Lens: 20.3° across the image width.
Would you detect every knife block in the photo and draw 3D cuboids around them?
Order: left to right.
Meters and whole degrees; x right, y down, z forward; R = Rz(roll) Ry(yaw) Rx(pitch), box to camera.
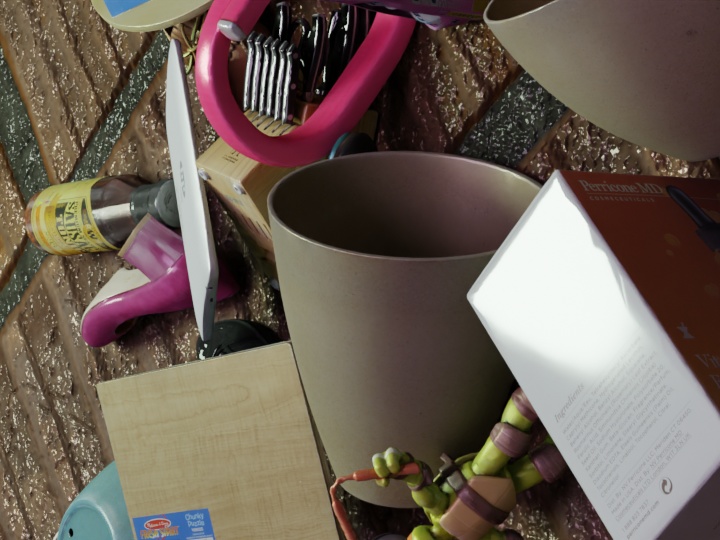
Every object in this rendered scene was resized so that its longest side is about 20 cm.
[{"bbox_3d":[-0.026,-0.095,1.485,0.064,0.176,0.200,25,153,49],"label":"knife block"}]

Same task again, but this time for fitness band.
[{"bbox_3d":[-0.032,-0.167,1.389,0.037,0.144,0.201,18,68,47],"label":"fitness band"}]

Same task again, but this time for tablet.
[{"bbox_3d":[-0.130,-0.060,1.529,0.130,0.014,0.201,105,156,-64],"label":"tablet"}]

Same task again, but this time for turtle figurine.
[{"bbox_3d":[0.087,0.144,1.284,0.161,0.200,0.064,-44,27,12],"label":"turtle figurine"}]

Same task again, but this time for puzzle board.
[{"bbox_3d":[-0.099,0.138,1.427,0.199,0.017,0.152,-13,91,40],"label":"puzzle board"}]

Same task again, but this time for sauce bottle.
[{"bbox_3d":[-0.210,-0.049,1.694,0.199,0.066,0.067,-8,83,52],"label":"sauce bottle"}]

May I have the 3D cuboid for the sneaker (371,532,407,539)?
[{"bbox_3d":[-0.024,0.258,1.456,0.114,0.072,0.202,42,121,46],"label":"sneaker"}]

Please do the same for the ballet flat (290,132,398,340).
[{"bbox_3d":[0.000,0.000,1.438,0.068,0.068,0.201,26,121,25],"label":"ballet flat"}]

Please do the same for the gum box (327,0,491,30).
[{"bbox_3d":[0.036,-0.266,1.356,0.066,0.113,0.202,9,96,50],"label":"gum box"}]

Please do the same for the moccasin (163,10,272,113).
[{"bbox_3d":[-0.122,-0.187,1.575,0.202,0.077,0.074,60,135,32],"label":"moccasin"}]

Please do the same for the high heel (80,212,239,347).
[{"bbox_3d":[-0.167,0.030,1.663,0.096,0.067,0.200,36,139,-1],"label":"high heel"}]

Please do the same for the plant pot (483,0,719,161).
[{"bbox_3d":[0.189,-0.143,1.135,0.200,0.200,0.135,-20,110,49],"label":"plant pot"}]

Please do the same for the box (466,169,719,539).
[{"bbox_3d":[0.182,0.051,1.140,0.107,0.152,0.201,-56,50,35],"label":"box"}]

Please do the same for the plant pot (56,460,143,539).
[{"bbox_3d":[-0.158,0.221,1.569,0.200,0.134,0.202,-1,89,51],"label":"plant pot"}]

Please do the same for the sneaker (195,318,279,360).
[{"bbox_3d":[-0.094,0.085,1.517,0.199,0.104,0.060,30,111,47],"label":"sneaker"}]

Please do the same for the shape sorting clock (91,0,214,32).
[{"bbox_3d":[-0.127,-0.263,1.556,0.199,0.039,0.201,-23,41,21],"label":"shape sorting clock"}]

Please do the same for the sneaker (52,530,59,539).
[{"bbox_3d":[-0.243,0.285,1.724,0.080,0.078,0.201,-65,-1,-47],"label":"sneaker"}]

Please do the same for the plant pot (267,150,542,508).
[{"bbox_3d":[0.030,0.047,1.328,0.187,0.186,0.201,30,126,47],"label":"plant pot"}]
